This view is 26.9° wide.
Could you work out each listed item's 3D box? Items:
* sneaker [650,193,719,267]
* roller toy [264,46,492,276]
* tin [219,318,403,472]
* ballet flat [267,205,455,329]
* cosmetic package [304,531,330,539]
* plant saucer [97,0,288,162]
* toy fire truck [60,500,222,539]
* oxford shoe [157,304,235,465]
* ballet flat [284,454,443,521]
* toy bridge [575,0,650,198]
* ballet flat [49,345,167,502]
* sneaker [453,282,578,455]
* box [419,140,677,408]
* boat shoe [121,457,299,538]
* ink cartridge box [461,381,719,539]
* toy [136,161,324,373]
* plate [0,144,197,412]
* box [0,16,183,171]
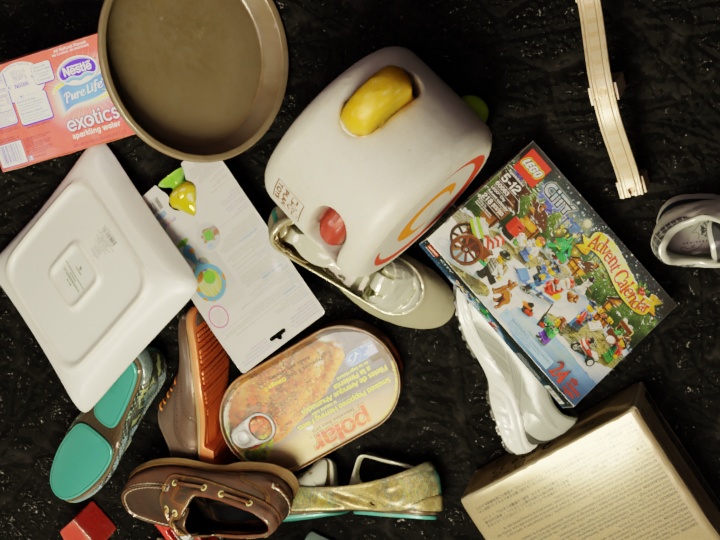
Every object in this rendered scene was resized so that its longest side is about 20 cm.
[{"bbox_3d":[0.353,-0.035,1.304,0.198,0.080,0.077,-11,101,18],"label":"sneaker"},{"bbox_3d":[0.011,-0.099,1.325,0.140,0.200,0.183,45,111,9],"label":"roller toy"},{"bbox_3d":[-0.047,0.125,1.491,0.199,0.042,0.113,-30,92,18],"label":"tin"},{"bbox_3d":[0.000,0.000,1.411,0.199,0.070,0.070,28,112,-3],"label":"ballet flat"},{"bbox_3d":[-0.007,0.386,1.473,0.198,0.200,0.124,23,114,10],"label":"cosmetic package"},{"bbox_3d":[-0.154,-0.198,1.367,0.029,0.199,0.202,-2,109,53],"label":"plant saucer"},{"bbox_3d":[-0.207,0.313,1.594,0.141,0.049,0.200,-36,94,23],"label":"toy fire truck"},{"bbox_3d":[-0.175,0.130,1.520,0.072,0.071,0.202,4,108,20],"label":"oxford shoe"},{"bbox_3d":[-0.013,0.218,1.505,0.198,0.071,0.071,-4,105,19],"label":"ballet flat"},{"bbox_3d":[0.216,-0.160,1.315,0.027,0.067,0.202,-11,103,19],"label":"toy bridge"},{"bbox_3d":[-0.254,0.158,1.552,0.074,0.074,0.201,36,116,4],"label":"ballet flat"},{"bbox_3d":[0.142,0.068,1.400,0.079,0.074,0.201,-20,97,19],"label":"sneaker"},{"bbox_3d":[0.169,0.004,1.357,0.136,0.038,0.200,-42,91,-11],"label":"box"},{"bbox_3d":[-0.159,0.230,1.487,0.199,0.071,0.071,-7,126,30],"label":"boat shoe"},{"bbox_3d":[0.223,0.227,1.424,0.199,0.075,0.165,-31,97,22],"label":"ink cartridge box"},{"bbox_3d":[-0.125,-0.016,1.473,0.115,0.047,0.201,-36,89,26],"label":"toy"},{"bbox_3d":[-0.275,0.005,1.495,0.200,0.032,0.200,-45,67,23],"label":"plate"},{"bbox_3d":[-0.256,-0.174,1.439,0.199,0.095,0.103,-14,101,20],"label":"box"}]
